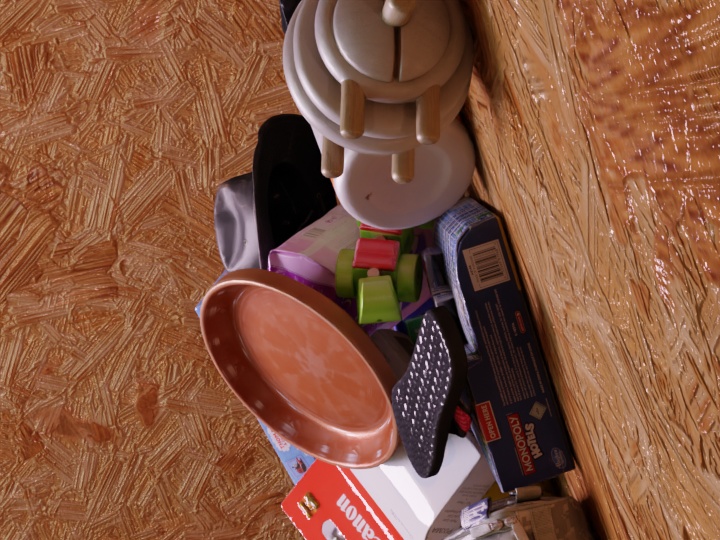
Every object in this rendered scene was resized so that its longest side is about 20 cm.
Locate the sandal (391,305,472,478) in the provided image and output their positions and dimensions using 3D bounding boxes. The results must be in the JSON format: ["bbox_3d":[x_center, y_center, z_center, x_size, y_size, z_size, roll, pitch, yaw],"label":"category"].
[{"bbox_3d":[0.063,0.092,1.419,0.200,0.045,0.075,106,144,-57],"label":"sandal"}]

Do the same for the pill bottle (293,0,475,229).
[{"bbox_3d":[0.011,-0.134,1.480,0.200,0.109,0.110,-110,3,-45],"label":"pill bottle"}]

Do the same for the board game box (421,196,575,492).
[{"bbox_3d":[0.094,0.050,1.498,0.200,0.061,0.201,-128,20,-82],"label":"board game box"}]

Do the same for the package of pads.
[{"bbox_3d":[0.000,0.000,1.657,0.200,0.075,0.121,-36,-40,-47],"label":"package of pads"}]

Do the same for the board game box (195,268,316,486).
[{"bbox_3d":[-0.070,0.085,1.776,0.201,0.036,0.151,61,-157,-13],"label":"board game box"}]

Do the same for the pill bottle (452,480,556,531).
[{"bbox_3d":[0.100,0.164,1.644,0.109,0.109,0.201,77,174,-66],"label":"pill bottle"}]

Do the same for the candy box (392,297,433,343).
[{"bbox_3d":[0.060,0.020,1.883,0.200,0.077,0.170,71,179,-58],"label":"candy box"}]

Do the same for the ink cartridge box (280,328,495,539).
[{"bbox_3d":[0.014,0.175,1.611,0.047,0.200,0.160,14,-152,-50],"label":"ink cartridge box"}]

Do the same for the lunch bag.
[{"bbox_3d":[0.133,0.268,1.442,0.168,0.139,0.201,131,122,-69],"label":"lunch bag"}]

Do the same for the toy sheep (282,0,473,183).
[{"bbox_3d":[0.013,-0.136,1.239,0.200,0.137,0.139,136,117,-71],"label":"toy sheep"}]

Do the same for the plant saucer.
[{"bbox_3d":[-0.044,0.077,1.562,0.200,0.032,0.201,28,145,22],"label":"plant saucer"}]

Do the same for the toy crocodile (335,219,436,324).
[{"bbox_3d":[0.022,-0.034,1.532,0.062,0.067,0.201,82,-163,-48],"label":"toy crocodile"}]

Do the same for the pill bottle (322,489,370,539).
[{"bbox_3d":[0.070,0.239,1.727,0.199,0.117,0.116,27,-170,-13],"label":"pill bottle"}]

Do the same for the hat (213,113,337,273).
[{"bbox_3d":[-0.082,-0.039,1.714,0.200,0.081,0.202,-3,-90,-65],"label":"hat"}]

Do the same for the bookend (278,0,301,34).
[{"bbox_3d":[-0.004,-0.166,1.823,0.200,0.092,0.200,-165,57,-88],"label":"bookend"}]
